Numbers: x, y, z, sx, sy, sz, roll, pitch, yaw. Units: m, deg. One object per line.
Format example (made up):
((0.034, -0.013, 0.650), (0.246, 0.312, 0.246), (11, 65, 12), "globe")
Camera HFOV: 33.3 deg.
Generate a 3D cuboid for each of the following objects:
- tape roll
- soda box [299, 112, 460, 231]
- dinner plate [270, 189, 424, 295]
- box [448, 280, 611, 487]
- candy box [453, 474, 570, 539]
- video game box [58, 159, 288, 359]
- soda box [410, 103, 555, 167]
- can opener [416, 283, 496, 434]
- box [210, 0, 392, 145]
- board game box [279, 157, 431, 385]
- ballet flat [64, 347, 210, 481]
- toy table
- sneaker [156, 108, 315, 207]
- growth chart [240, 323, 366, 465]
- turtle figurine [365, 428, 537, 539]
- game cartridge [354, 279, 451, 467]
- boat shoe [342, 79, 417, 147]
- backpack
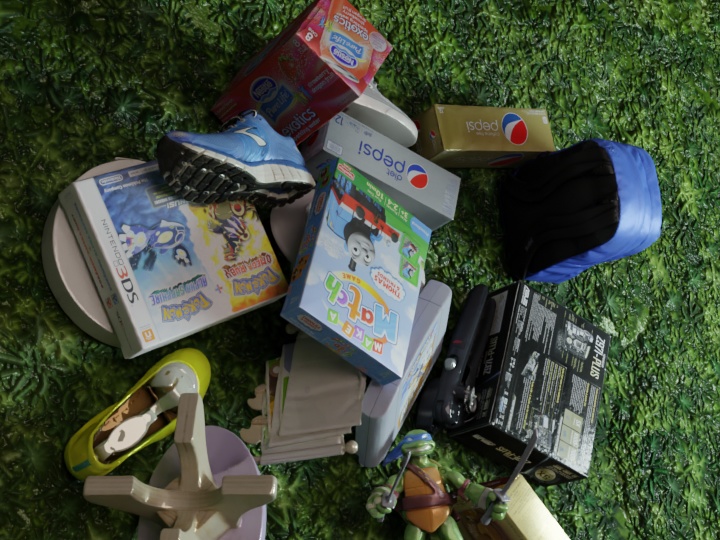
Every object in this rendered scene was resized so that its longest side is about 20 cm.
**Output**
((-0.237, -0.018, 1.270), (0.201, 0.037, 0.205), (13, 65, -31), "tape roll")
((0.023, -0.117, 1.470), (0.199, 0.068, 0.064), (27, 59, -26), "soda box")
((-0.010, -0.033, 1.387), (0.199, 0.024, 0.201), (20, 36, -15), "dinner plate")
((0.214, 0.142, 1.501), (0.163, 0.086, 0.201), (29, 59, -24), "box")
((0.195, 0.336, 1.400), (0.200, 0.115, 0.055), (52, 54, -8), "candy box")
((-0.190, -0.026, 1.255), (0.199, 0.047, 0.184), (-22, 89, -40), "video game box")
((0.160, -0.176, 1.587), (0.199, 0.068, 0.065), (-4, 77, -36), "soda box")
((0.122, 0.102, 1.443), (0.201, 0.078, 0.064), (-68, 150, -26), "can opener")
((-0.070, -0.215, 1.355), (0.100, 0.200, 0.096), (43, 52, -15), "box")
((0.000, 0.000, 1.294), (0.151, 0.036, 0.201), (36, 50, -29), "board game box")
((-0.211, 0.142, 1.213), (0.200, 0.067, 0.067), (-40, 97, -38), "ballet flat")
((-0.161, 0.228, 1.151), (0.182, 0.117, 0.201), (-11, 59, 2), "toy table")
((-0.137, -0.122, 1.261), (0.199, 0.078, 0.090), (6, 59, -51), "sneaker")
((-0.051, 0.125, 1.298), (0.018, 0.143, 0.201), (66, 28, -44), "growth chart")
((0.084, 0.273, 1.298), (0.143, 0.199, 0.196), (-5, 87, -41), "turtle figurine")
((0.050, 0.113, 1.372), (0.041, 0.134, 0.201), (25, 56, 10), "game cartridge")
((-0.012, -0.220, 1.489), (0.199, 0.072, 0.069), (23, 61, -17), "boat shoe")
((0.300, -0.086, 1.572), (0.167, 0.200, 0.164), (-2, 74, -35), "backpack")
